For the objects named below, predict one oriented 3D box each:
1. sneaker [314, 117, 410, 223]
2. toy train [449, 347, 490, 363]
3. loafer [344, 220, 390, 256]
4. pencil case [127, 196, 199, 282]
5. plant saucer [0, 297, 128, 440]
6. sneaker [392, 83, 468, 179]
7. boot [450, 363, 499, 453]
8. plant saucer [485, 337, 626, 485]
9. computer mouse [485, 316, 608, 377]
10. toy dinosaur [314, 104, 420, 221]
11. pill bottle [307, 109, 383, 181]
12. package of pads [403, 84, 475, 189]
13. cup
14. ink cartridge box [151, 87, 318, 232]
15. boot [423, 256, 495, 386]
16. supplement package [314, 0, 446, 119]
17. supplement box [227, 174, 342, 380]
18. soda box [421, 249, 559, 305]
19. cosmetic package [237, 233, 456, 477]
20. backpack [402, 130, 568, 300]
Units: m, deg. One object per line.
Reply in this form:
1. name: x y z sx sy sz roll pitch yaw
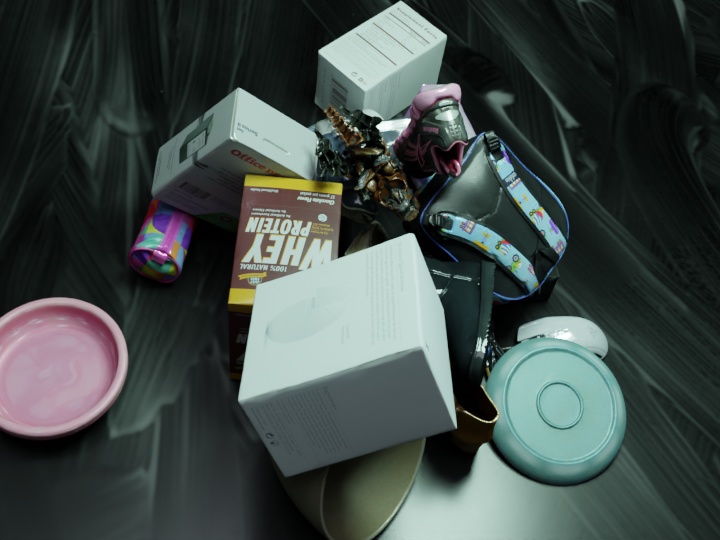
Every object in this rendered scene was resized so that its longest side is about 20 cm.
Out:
1. sneaker: 0.036 -0.144 1.315 0.199 0.077 0.149 -5 81 -18
2. toy train: 0.080 0.074 1.230 0.197 0.116 0.086 24 72 13
3. loafer: 0.000 0.000 1.294 0.067 0.076 0.201 -20 27 25
4. pencil case: -0.273 -0.083 1.324 0.087 0.089 0.203 11 58 2
5. plant saucer: -0.403 0.132 1.184 0.196 0.051 0.203 3 54 -4
6. sneaker: 0.097 -0.153 1.166 0.078 0.200 0.097 -20 74 -10
7. boot: 0.093 0.148 1.169 0.200 0.145 0.071 37 65 18
8. plant saucer: 0.265 0.183 1.215 0.196 0.027 0.204 2 68 -4
9. computer mouse: 0.262 0.097 1.288 0.196 0.044 0.111 -5 55 -10
10. toy dinosaur: 0.002 -0.146 1.211 0.199 0.135 0.103 30 90 32
11. pill bottle: -0.050 -0.167 1.388 0.198 0.120 0.120 -32 64 -25
12. package of pads: 0.128 -0.182 1.415 0.074 0.121 0.202 -1 53 -29
13. cup: -0.033 0.212 1.105 0.142 0.202 0.200 18 51 36
14. ink cartridge box: -0.171 -0.144 1.243 0.145 0.198 0.085 25 56 -36
15. boot: 0.080 0.054 1.124 0.165 0.077 0.202 6 43 7
16. supplement package: 0.033 -0.337 1.516 0.199 0.118 0.117 -37 66 -28
17. supplement box: -0.100 0.017 1.207 0.130 0.199 0.203 5 55 -4
18. soda box: 0.185 0.008 1.329 0.196 0.064 0.072 -5 56 -9
19. cosmetic package: -0.010 0.088 0.981 0.197 0.124 0.201 -19 33 13
20. backpack: 0.179 -0.064 1.251 0.199 0.134 0.184 40 78 -13
